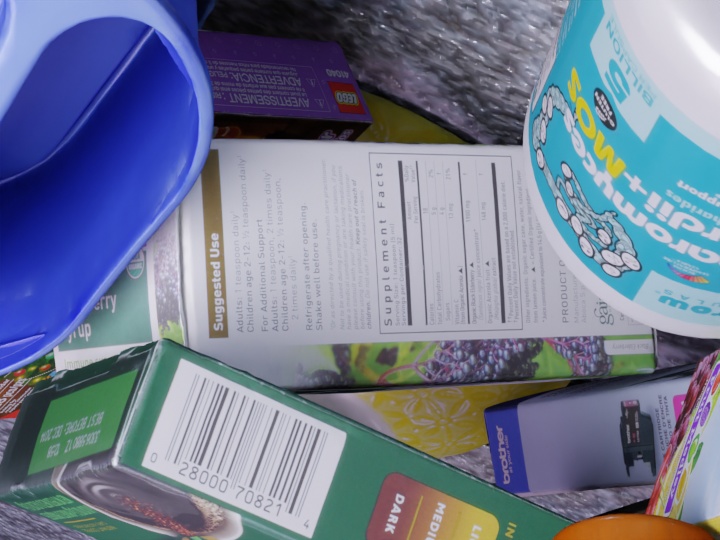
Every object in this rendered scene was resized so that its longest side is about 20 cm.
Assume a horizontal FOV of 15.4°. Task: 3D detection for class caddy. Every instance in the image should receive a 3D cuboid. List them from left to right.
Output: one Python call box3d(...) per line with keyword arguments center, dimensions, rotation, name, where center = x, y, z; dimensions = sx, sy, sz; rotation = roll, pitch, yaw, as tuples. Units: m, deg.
box3d(center=(-0.126, -0.043, 0.765), dimensions=(0.141, 0.105, 0.200), rotation=(22, 134, -23), name="caddy")

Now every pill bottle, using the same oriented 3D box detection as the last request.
box3d(center=(0.106, -0.049, 0.734), dimensions=(0.110, 0.111, 0.200), rotation=(27, 159, 4), name="pill bottle")

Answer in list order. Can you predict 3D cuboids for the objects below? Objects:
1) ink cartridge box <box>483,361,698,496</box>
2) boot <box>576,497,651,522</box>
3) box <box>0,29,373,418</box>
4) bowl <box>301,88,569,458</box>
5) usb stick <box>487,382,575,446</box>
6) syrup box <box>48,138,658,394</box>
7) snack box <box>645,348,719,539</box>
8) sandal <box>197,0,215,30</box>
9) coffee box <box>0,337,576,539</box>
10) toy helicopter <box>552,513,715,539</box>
box3d(center=(0.128, 0.051, 0.950), dimensions=(0.119, 0.042, 0.200), rotation=(-9, 175, -29), name="ink cartridge box")
box3d(center=(0.151, 0.100, 0.889), dimensions=(0.198, 0.076, 0.074), rotation=(-9, -178, 12), name="boot")
box3d(center=(-0.106, -0.012, 0.951), dimensions=(0.136, 0.039, 0.200), rotation=(0, 146, -44), name="box")
box3d(center=(-0.011, 0.021, 1.052), dimensions=(0.199, 0.108, 0.200), rotation=(24, 159, 10), name="bowl")
box3d(center=(0.026, 0.050, 1.178), dimensions=(0.199, 0.033, 0.055), rotation=(15, 163, 33), name="usb stick")
box3d(center=(0.000, 0.000, 0.886), dimensions=(0.199, 0.082, 0.078), rotation=(-2, 176, -38), name="syrup box")
box3d(center=(0.178, 0.069, 0.707), dimensions=(0.168, 0.068, 0.200), rotation=(21, 170, -3), name="snack box")
box3d(center=(-0.127, -0.118, 0.929), dimensions=(0.199, 0.080, 0.087), rotation=(19, 161, 28), name="sandal")
box3d(center=(0.000, 0.083, 0.810), dimensions=(0.199, 0.044, 0.123), rotation=(25, 162, -20), name="coffee box")
box3d(center=(0.089, 0.145, 0.762), dimensions=(0.131, 0.079, 0.200), rotation=(12, 150, -16), name="toy helicopter")
